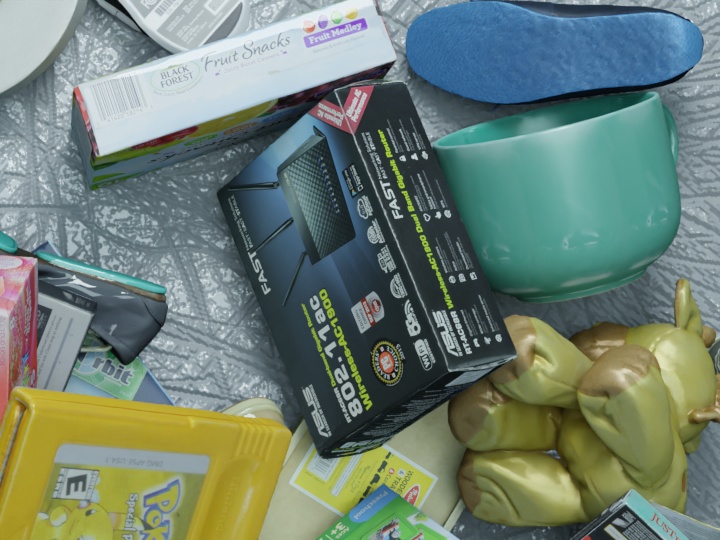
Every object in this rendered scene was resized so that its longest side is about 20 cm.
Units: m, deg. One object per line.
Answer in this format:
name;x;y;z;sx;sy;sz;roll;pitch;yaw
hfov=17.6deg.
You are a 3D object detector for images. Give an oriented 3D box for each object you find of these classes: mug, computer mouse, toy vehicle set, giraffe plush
mug;0.148;-0.048;1.526;0.185;0.152;0.115;-14;98;-12
computer mouse;-0.161;-0.209;1.549;0.200;0.044;0.110;41;76;2
toy vehicle set;0.005;0.143;1.551;0.124;0.027;0.200;34;81;-5
giraffe plush;0.173;0.087;1.518;0.200;0.173;0.162;32;41;5

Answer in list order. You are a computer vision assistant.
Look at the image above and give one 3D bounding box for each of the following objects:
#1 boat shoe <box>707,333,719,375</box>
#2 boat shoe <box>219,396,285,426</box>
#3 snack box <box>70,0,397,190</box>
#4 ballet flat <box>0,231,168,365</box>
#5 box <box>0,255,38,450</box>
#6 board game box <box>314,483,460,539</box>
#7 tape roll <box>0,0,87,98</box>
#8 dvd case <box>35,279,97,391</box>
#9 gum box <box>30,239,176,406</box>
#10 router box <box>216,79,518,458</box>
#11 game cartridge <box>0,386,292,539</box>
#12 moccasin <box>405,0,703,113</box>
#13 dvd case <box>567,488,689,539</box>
boat shoe;0.321;0.108;1.586;0.202;0.060;0.072;36;81;-4
boat shoe;-0.113;0.169;1.498;0.200;0.073;0.063;-49;56;2
snack box;-0.085;-0.114;1.500;0.200;0.142;0.053;-18;87;-9
ballet flat;-0.221;0.008;1.466;0.200;0.073;0.073;22;82;-9
box;-0.251;0.095;1.392;0.102;0.095;0.200;5;111;1
board game box;0.016;0.226;1.432;0.151;0.200;0.037;-38;125;-15
tape roll;-0.275;-0.204;1.508;0.203;0.037;0.203;0;95;5
dvd case;-0.281;0.050;1.440;0.200;0.025;0.150;21;110;-6
gum box;-0.231;0.108;1.509;0.200;0.045;0.170;-37;91;-11
router box;0.000;0.000;1.478;0.062;0.150;0.200;-10;71;-39
game cartridge;-0.146;0.164;1.397;0.200;0.032;0.176;10;102;-40
moccasin;0.132;-0.143;1.570;0.200;0.068;0.081;7;97;15
dvd case;0.163;0.242;1.501;0.146;0.200;0.022;42;37;-3
